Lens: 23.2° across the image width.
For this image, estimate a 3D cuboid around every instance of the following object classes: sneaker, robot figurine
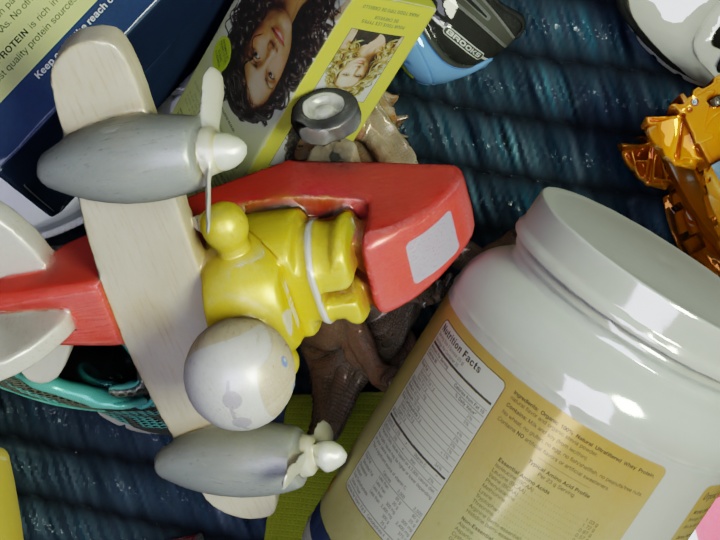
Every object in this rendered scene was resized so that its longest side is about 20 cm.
[{"bbox_3d":[0.028,-0.193,0.847,0.082,0.071,0.201,-19,98,-4],"label":"sneaker"},{"bbox_3d":[0.208,-0.097,0.828,0.199,0.080,0.074,33,104,3],"label":"sneaker"},{"bbox_3d":[0.193,0.011,0.820,0.058,0.145,0.201,-26,85,-2],"label":"robot figurine"},{"bbox_3d":[-0.112,0.047,0.854,0.199,0.091,0.078,13,95,-32],"label":"sneaker"}]

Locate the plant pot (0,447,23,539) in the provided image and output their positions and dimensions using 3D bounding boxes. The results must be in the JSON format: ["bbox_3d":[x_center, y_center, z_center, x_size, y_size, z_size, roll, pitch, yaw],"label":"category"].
[{"bbox_3d":[-0.280,0.075,0.875,0.199,0.201,0.191,-12,82,9],"label":"plant pot"}]

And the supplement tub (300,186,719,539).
[{"bbox_3d":[0.078,0.080,0.757,0.144,0.144,0.201,32,105,1],"label":"supplement tub"}]

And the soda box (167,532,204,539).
[{"bbox_3d":[-0.176,0.199,0.938,0.198,0.063,0.071,-12,98,10],"label":"soda box"}]

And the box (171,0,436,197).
[{"bbox_3d":[-0.044,-0.071,0.816,0.201,0.050,0.076,-57,46,33],"label":"box"}]

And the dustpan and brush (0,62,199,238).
[{"bbox_3d":[-0.118,-0.092,0.879,0.198,0.057,0.141,-9,93,-7],"label":"dustpan and brush"}]

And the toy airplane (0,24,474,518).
[{"bbox_3d":[-0.071,0.013,0.722,0.199,0.142,0.200,22,118,-30],"label":"toy airplane"}]

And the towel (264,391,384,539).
[{"bbox_3d":[-0.023,0.158,0.871,0.086,0.018,0.202,-4,69,38],"label":"towel"}]

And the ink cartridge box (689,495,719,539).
[{"bbox_3d":[0.126,0.186,0.884,0.198,0.083,0.146,-15,96,10],"label":"ink cartridge box"}]

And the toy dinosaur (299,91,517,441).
[{"bbox_3d":[0.000,0.000,0.852,0.135,0.086,0.201,30,101,32],"label":"toy dinosaur"}]

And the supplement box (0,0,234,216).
[{"bbox_3d":[-0.156,-0.171,0.801,0.200,0.134,0.200,42,85,5],"label":"supplement box"}]
